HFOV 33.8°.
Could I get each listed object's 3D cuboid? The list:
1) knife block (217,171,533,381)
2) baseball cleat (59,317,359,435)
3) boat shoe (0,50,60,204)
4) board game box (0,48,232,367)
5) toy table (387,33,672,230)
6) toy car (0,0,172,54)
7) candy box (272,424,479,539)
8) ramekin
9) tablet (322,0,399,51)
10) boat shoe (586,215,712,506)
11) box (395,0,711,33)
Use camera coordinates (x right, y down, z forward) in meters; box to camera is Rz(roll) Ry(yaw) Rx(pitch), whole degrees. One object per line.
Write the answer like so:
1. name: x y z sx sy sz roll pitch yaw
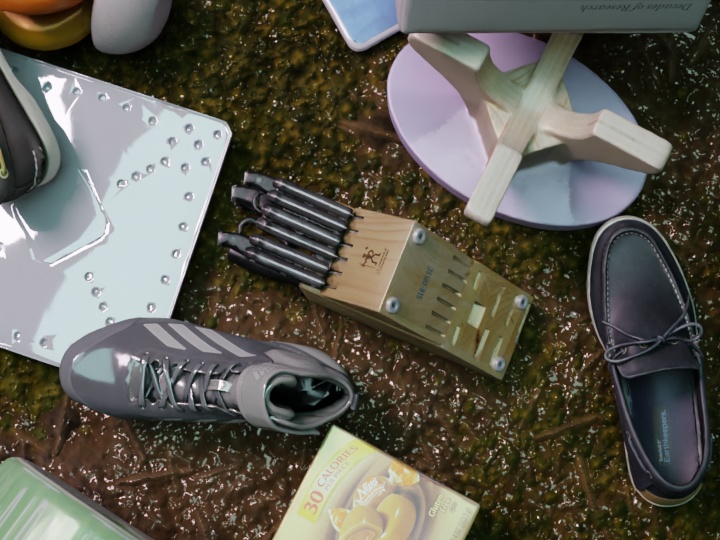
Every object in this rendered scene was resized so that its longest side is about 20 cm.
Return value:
1. knife block: 0.000 0.000 0.831 0.199 0.174 0.065 29 82 -40
2. baseball cleat: -0.098 0.069 0.778 0.196 0.106 0.071 1 92 -12
3. boat shoe: -0.281 -0.138 0.793 0.071 0.061 0.203 -30 98 34
4. board game box: -0.213 -0.038 0.850 0.197 0.026 0.203 18 82 4
5. toy table: 0.111 -0.108 0.809 0.197 0.117 0.187 16 82 2
6. toy car: -0.207 -0.261 0.820 0.173 0.150 0.203 19 82 4
7. candy box: -0.015 0.219 0.794 0.114 0.055 0.202 27 84 5
8. ramekin: -0.170 0.202 0.733 0.198 0.200 0.098 32 76 6
9. tablet: 0.050 -0.263 0.884 0.198 0.014 0.131 -30 82 -3
10. boat shoe: 0.201 0.059 0.810 0.073 0.062 0.204 -7 80 2
11. box: 0.115 -0.263 0.718 0.196 0.131 0.202 -1 65 -5
